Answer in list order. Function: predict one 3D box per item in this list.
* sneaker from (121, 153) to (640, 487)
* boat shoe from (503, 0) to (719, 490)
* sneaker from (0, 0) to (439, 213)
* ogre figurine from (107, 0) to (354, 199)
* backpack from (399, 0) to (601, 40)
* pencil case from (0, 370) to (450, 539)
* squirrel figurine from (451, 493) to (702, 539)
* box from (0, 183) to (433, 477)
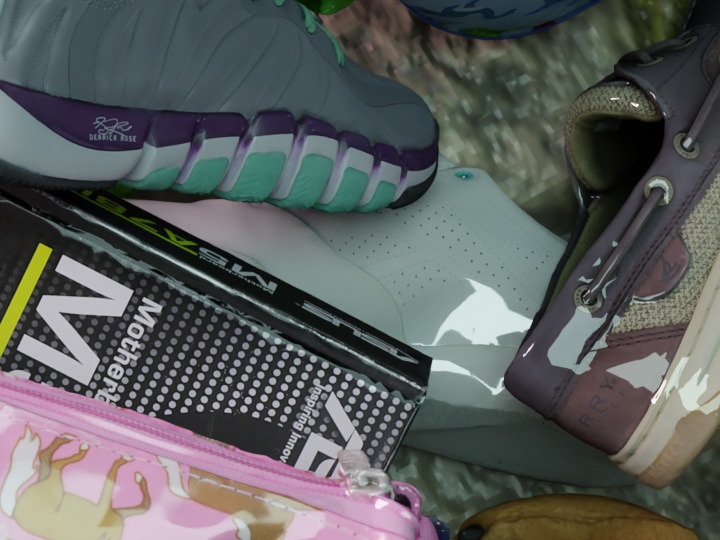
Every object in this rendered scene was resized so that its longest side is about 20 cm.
[{"bbox_3d":[0.000,0.000,0.791,0.199,0.075,0.089,15,65,-12],"label":"sneaker"},{"bbox_3d":[0.090,-0.034,0.769,0.064,0.072,0.201,26,57,-10],"label":"boat shoe"},{"bbox_3d":[-0.036,-0.065,0.707,0.074,0.199,0.088,20,101,33],"label":"sneaker"},{"bbox_3d":[-0.110,-0.081,0.759,0.098,0.199,0.120,41,106,40],"label":"ogre figurine"},{"bbox_3d":[0.037,-0.143,0.760,0.163,0.200,0.154,-33,94,6],"label":"backpack"},{"bbox_3d":[-0.078,0.066,0.656,0.199,0.083,0.087,17,72,0],"label":"pencil case"},{"bbox_3d":[0.071,0.164,0.738,0.199,0.141,0.188,28,63,-15],"label":"squirrel figurine"},{"bbox_3d":[-0.108,0.070,0.722,0.192,0.048,0.201,28,101,1],"label":"box"}]
